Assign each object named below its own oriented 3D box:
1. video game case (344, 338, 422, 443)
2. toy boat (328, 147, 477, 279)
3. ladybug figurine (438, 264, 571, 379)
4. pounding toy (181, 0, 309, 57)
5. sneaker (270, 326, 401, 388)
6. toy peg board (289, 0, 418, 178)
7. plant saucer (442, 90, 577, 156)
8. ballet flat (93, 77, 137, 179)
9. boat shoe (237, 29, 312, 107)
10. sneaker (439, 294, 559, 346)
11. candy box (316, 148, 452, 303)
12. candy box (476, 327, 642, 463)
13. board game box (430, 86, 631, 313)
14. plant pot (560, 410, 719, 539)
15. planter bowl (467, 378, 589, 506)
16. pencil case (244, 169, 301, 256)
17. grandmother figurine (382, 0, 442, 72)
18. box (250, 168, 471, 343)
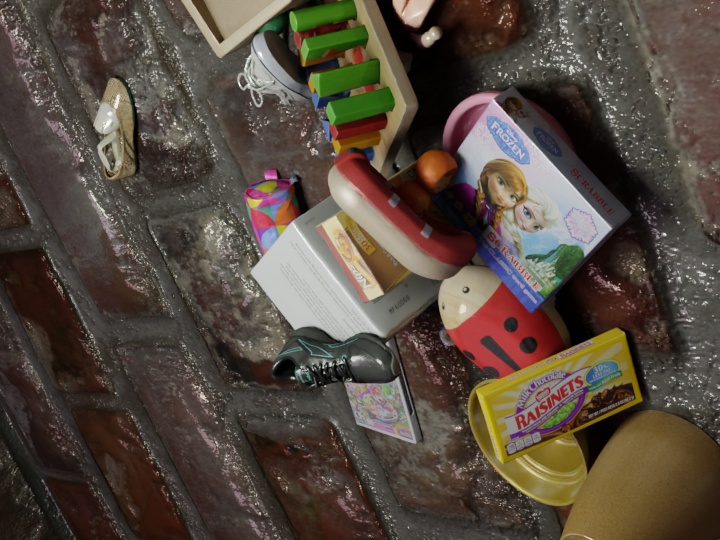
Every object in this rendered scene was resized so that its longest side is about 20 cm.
[{"bbox_3d":[0.021,0.177,1.901,0.143,0.018,0.201,12,126,46],"label":"video game case"},{"bbox_3d":[0.065,-0.086,1.400,0.200,0.131,0.131,42,-172,-13],"label":"toy boat"},{"bbox_3d":[0.180,0.079,1.488,0.200,0.072,0.136,39,128,-10],"label":"ladybug figurine"},{"bbox_3d":[-0.140,-0.378,1.570,0.184,0.142,0.201,-28,98,41],"label":"pounding toy"},{"bbox_3d":[-0.034,0.126,1.532,0.199,0.079,0.076,3,123,44],"label":"sneaker"},{"bbox_3d":[-0.027,-0.230,1.474,0.199,0.097,0.201,116,136,-65],"label":"toy peg board"},{"bbox_3d":[0.189,-0.127,1.426,0.200,0.051,0.201,30,137,33],"label":"plant saucer"},{"bbox_3d":[-0.430,-0.239,2.066,0.070,0.065,0.201,30,137,32],"label":"ballet flat"},{"bbox_3d":[-0.123,-0.258,1.569,0.086,0.202,0.075,-25,83,11],"label":"boat shoe"},{"bbox_3d":[0.183,0.063,1.563,0.200,0.077,0.076,-28,93,52],"label":"sneaker"},{"bbox_3d":[0.052,-0.059,1.513,0.116,0.200,0.055,57,145,-3],"label":"candy box"},{"bbox_3d":[0.248,0.155,1.464,0.026,0.199,0.103,-137,26,-69],"label":"candy box"},{"bbox_3d":[0.189,-0.078,1.384,0.200,0.041,0.200,49,145,12],"label":"board game box"},{"bbox_3d":[0.341,0.307,1.464,0.186,0.200,0.187,30,139,31],"label":"plant pot"},{"bbox_3d":[0.246,0.211,1.598,0.200,0.083,0.201,32,141,31],"label":"planter bowl"},{"bbox_3d":[-0.118,-0.050,1.834,0.088,0.088,0.201,13,125,45],"label":"pencil case"},{"bbox_3d":[0.055,-0.312,1.429,0.200,0.060,0.122,111,146,-48],"label":"grandmother figurine"},{"bbox_3d":[0.000,0.000,1.625,0.199,0.200,0.171,51,144,4],"label":"box"}]
